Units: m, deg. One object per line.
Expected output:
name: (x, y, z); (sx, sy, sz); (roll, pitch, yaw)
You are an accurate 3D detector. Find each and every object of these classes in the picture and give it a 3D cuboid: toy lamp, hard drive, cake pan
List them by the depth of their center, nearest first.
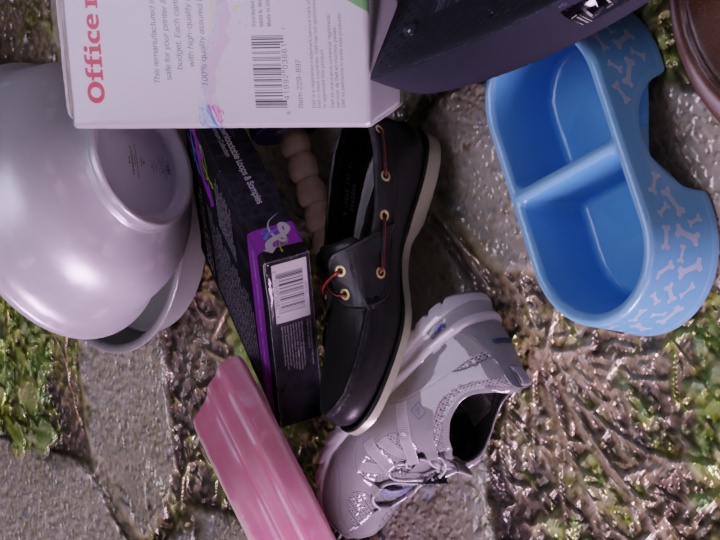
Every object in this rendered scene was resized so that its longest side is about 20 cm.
hard drive: (0.098, -0.173, 1.045); (0.199, 0.042, 0.136); (-19, 43, 47)
toy lamp: (-0.031, -0.048, 1.245); (0.058, 0.058, 0.201); (-33, 72, 45)
cake pan: (-0.184, -0.038, 1.433); (0.199, 0.037, 0.202); (9, 102, 47)

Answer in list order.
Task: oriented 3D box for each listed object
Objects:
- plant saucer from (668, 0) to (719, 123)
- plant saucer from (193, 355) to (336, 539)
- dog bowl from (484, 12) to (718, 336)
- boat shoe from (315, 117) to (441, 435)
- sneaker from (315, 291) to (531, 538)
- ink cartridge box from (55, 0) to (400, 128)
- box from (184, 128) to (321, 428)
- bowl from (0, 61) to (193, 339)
plant saucer: (0.231, -0.151, 0.955); (0.199, 0.032, 0.202); (7, 99, 48)
plant saucer: (-0.056, 0.156, 1.219); (0.202, 0.051, 0.201); (62, 173, 12)
dog bowl: (0.132, -0.058, 1.064); (0.111, 0.049, 0.202); (-29, 73, 47)
boat shoe: (-0.002, 0.000, 1.160); (0.073, 0.063, 0.203); (-10, 66, 57)
sneaker: (0.036, 0.109, 1.173); (0.082, 0.074, 0.201); (54, 130, 31)
ink cartridge box: (-0.081, -0.165, 1.137); (0.198, 0.088, 0.147); (0, 104, 15)
box: (-0.074, -0.014, 1.236); (0.200, 0.036, 0.144); (-120, 20, -46)
bowl: (-0.178, -0.061, 1.262); (0.090, 0.200, 0.203); (-20, 80, 34)
